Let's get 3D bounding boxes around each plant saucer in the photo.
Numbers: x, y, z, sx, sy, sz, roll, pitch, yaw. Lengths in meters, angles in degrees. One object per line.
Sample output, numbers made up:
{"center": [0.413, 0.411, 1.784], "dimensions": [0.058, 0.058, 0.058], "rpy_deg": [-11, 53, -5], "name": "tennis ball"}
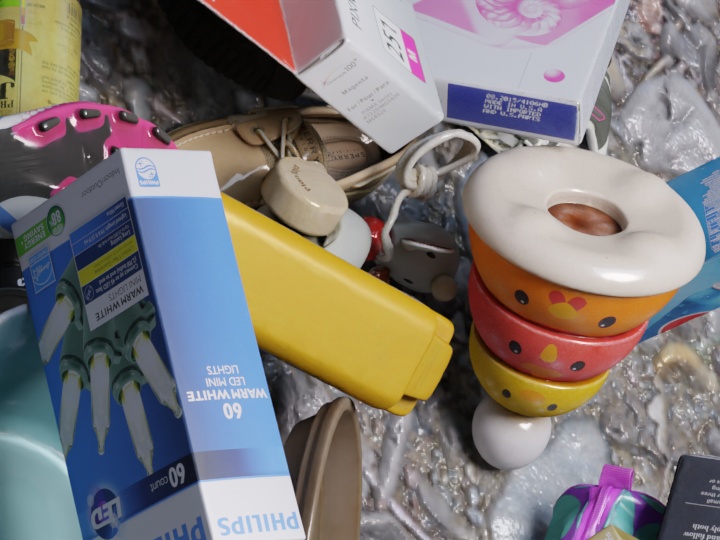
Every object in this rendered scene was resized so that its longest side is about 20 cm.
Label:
{"center": [-0.028, 0.166, 1.376], "dimensions": [0.029, 0.200, 0.200], "rpy_deg": [5, 57, 7], "name": "plant saucer"}

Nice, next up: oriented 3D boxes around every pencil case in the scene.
{"center": [0.122, 0.214, 1.522], "dimensions": [0.200, 0.085, 0.093], "rpy_deg": [-57, 143, -43], "name": "pencil case"}

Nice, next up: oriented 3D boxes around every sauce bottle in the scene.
{"center": [-0.186, -0.074, 1.414], "dimensions": [0.065, 0.065, 0.200], "rpy_deg": [17, 60, -35], "name": "sauce bottle"}

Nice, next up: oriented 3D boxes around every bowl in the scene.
{"center": [-0.157, 0.124, 1.311], "dimensions": [0.201, 0.105, 0.201], "rpy_deg": [20, 58, -34], "name": "bowl"}

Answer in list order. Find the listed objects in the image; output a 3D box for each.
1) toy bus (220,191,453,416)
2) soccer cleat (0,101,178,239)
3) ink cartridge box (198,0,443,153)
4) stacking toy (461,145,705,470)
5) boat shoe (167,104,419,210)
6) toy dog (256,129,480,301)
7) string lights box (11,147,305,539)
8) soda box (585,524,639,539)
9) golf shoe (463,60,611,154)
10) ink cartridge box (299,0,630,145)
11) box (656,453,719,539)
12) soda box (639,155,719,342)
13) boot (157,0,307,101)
{"center": [-0.030, 0.018, 1.382], "dimensions": [0.200, 0.078, 0.065], "rpy_deg": [29, 88, -33], "name": "toy bus"}
{"center": [-0.184, -0.049, 1.340], "dimensions": [0.200, 0.086, 0.070], "rpy_deg": [-2, 85, -44], "name": "soccer cleat"}
{"center": [-0.037, -0.185, 1.480], "dimensions": [0.174, 0.044, 0.200], "rpy_deg": [38, 28, -41], "name": "ink cartridge box"}
{"center": [0.114, 0.039, 1.542], "dimensions": [0.146, 0.200, 0.146], "rpy_deg": [10, 32, -6], "name": "stacking toy"}
{"center": [-0.049, -0.069, 1.532], "dimensions": [0.200, 0.064, 0.071], "rpy_deg": [-16, 80, -45], "name": "boat shoe"}
{"center": [0.000, 0.000, 1.512], "dimensions": [0.200, 0.132, 0.096], "rpy_deg": [-11, 54, -34], "name": "toy dog"}
{"center": [-0.100, 0.052, 1.252], "dimensions": [0.059, 0.103, 0.200], "rpy_deg": [0, 68, -42], "name": "string lights box"}
{"center": [0.167, 0.241, 1.406], "dimensions": [0.200, 0.068, 0.064], "rpy_deg": [60, 11, 23], "name": "soda box"}
{"center": [0.094, -0.113, 1.676], "dimensions": [0.200, 0.077, 0.088], "rpy_deg": [0, 78, -40], "name": "golf shoe"}
{"center": [0.063, -0.167, 1.602], "dimensions": [0.196, 0.043, 0.200], "rpy_deg": [10, 45, 12], "name": "ink cartridge box"}
{"center": [0.228, 0.234, 1.529], "dimensions": [0.148, 0.107, 0.200], "rpy_deg": [61, 42, -53], "name": "box"}
{"center": [0.179, -0.002, 1.600], "dimensions": [0.068, 0.200, 0.064], "rpy_deg": [12, 63, -39], "name": "soda box"}
{"center": [-0.072, -0.203, 1.551], "dimensions": [0.200, 0.077, 0.138], "rpy_deg": [46, 42, 5], "name": "boot"}
